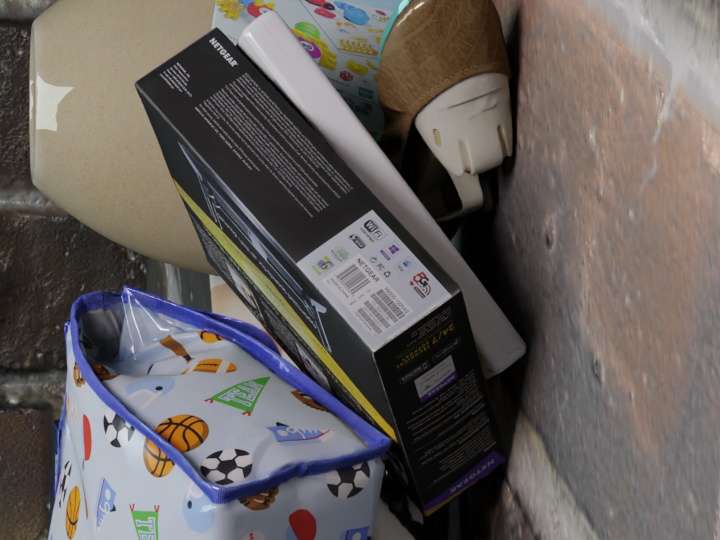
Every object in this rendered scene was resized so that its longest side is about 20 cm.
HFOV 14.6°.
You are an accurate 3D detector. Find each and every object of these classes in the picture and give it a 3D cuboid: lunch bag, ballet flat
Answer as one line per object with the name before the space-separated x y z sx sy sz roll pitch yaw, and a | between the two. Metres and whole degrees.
lunch bag | -0.083 0.119 1.358 0.200 0.124 0.170 32 124 45
ballet flat | 0.041 -0.066 1.358 0.200 0.068 0.072 108 140 -64

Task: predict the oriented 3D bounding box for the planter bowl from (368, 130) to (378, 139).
planter bowl | -0.012 -0.115 1.600 0.200 0.083 0.201 180 90 -82

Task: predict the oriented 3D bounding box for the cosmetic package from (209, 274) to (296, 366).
cosmetic package | -0.036 0.058 1.675 0.103 0.087 0.200 69 -168 -56

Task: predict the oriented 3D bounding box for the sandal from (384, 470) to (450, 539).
sandal | 0.007 0.139 1.412 0.075 0.048 0.201 -3 85 53

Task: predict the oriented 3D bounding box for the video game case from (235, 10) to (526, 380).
video game case | -0.002 -0.025 1.385 0.200 0.023 0.182 53 168 1

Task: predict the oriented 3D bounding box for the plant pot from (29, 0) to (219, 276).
plant pot | -0.119 -0.094 1.588 0.200 0.134 0.201 179 90 -82

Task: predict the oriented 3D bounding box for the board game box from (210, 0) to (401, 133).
board game box | -0.005 -0.176 1.404 0.200 0.105 0.103 106 -175 -60

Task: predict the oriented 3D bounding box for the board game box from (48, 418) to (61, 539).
board game box | -0.103 0.133 1.823 0.035 0.200 0.136 54 149 41

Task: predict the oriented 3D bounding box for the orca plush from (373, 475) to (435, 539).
orca plush | 0.043 0.189 1.345 0.200 0.071 0.105 65 145 28

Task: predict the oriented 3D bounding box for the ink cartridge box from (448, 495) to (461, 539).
ink cartridge box | 0.028 0.154 1.504 0.119 0.042 0.200 114 153 -70

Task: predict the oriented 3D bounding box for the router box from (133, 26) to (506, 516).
router box | -0.018 0.001 1.331 0.200 0.052 0.157 48 167 31
